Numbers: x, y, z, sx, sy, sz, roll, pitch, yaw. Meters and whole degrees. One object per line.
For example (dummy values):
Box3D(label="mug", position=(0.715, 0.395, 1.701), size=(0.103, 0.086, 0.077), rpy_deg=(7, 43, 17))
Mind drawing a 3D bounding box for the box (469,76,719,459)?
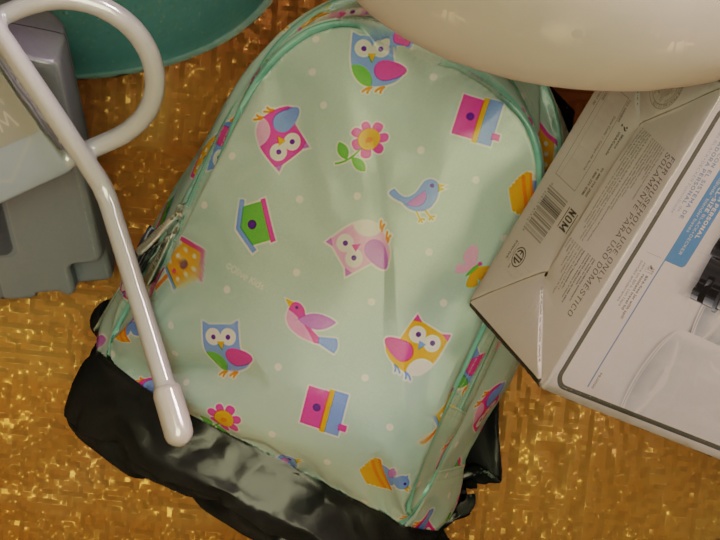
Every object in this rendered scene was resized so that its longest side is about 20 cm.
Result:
Box3D(label="box", position=(0.151, 0.008, 0.868), size=(0.200, 0.060, 0.117), rpy_deg=(23, 105, -32))

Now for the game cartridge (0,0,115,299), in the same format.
Box3D(label="game cartridge", position=(-0.197, -0.042, 0.931), size=(0.199, 0.042, 0.133), rpy_deg=(-3, 130, 3))

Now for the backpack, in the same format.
Box3D(label="backpack", position=(0.000, 0.000, 0.917), size=(0.167, 0.127, 0.200), rpy_deg=(27, 97, 0))

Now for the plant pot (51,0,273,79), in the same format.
Box3D(label="plant pot", position=(-0.119, -0.174, 0.895), size=(0.199, 0.200, 0.135), rpy_deg=(3, 64, 2))

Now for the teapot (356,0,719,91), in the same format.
Box3D(label="teapot", position=(0.072, -0.159, 0.795), size=(0.200, 0.197, 0.146), rpy_deg=(-26, 136, -32))

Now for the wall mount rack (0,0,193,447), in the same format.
Box3D(label="wall mount rack", position=(-0.147, -0.005, 0.877), size=(0.200, 0.075, 0.174), rpy_deg=(-22, 117, 21))
